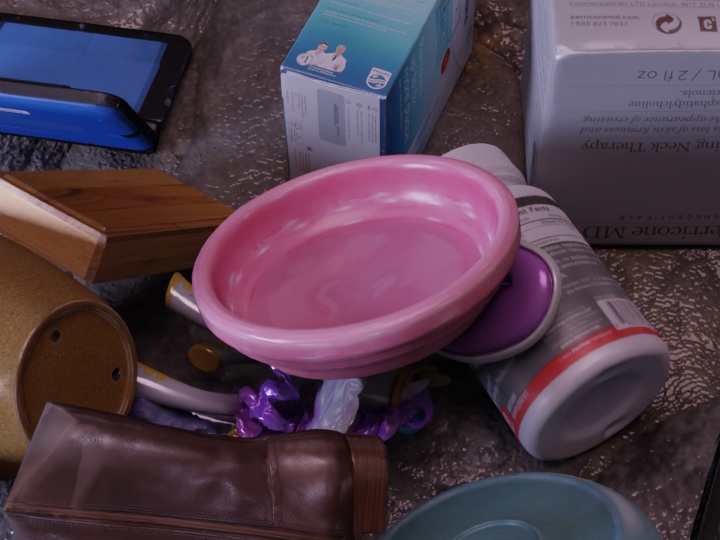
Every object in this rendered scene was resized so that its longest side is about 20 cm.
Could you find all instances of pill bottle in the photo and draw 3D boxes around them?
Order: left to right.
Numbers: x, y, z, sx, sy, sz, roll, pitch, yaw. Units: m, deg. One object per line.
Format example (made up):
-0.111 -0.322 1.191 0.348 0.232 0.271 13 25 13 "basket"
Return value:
0.109 0.017 0.957 0.113 0.114 0.201 -24 56 -15 "pill bottle"

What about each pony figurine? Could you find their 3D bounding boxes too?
-0.047 0.090 0.892 0.198 0.168 0.194 14 33 2 "pony figurine"

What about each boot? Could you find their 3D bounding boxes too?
-0.090 0.167 0.738 0.198 0.064 0.189 5 85 -18 "boot"

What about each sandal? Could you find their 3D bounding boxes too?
0.039 0.014 0.912 0.201 0.049 0.084 5 89 44 "sandal"

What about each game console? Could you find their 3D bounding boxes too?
-0.251 -0.165 1.102 0.197 0.171 0.120 7 81 7 "game console"

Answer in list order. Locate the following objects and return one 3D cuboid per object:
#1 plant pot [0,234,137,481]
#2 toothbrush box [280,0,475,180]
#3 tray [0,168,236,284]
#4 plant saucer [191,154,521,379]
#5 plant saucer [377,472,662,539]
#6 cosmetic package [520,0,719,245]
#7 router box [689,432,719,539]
-0.235 0.055 0.856 0.198 0.187 0.187 7 51 36 "plant pot"
0.018 -0.160 1.067 0.084 0.147 0.201 17 55 13 "toothbrush box"
-0.161 -0.036 0.971 0.098 0.037 0.200 27 15 19 "tray"
0.000 0.000 0.845 0.198 0.051 0.201 -11 32 7 "plant saucer"
0.079 0.175 0.831 0.198 0.028 0.201 -16 22 7 "plant saucer"
0.206 -0.143 1.015 0.165 0.201 0.168 0 53 2 "cosmetic package"
0.296 0.196 0.855 0.198 0.062 0.151 18 56 14 "router box"
